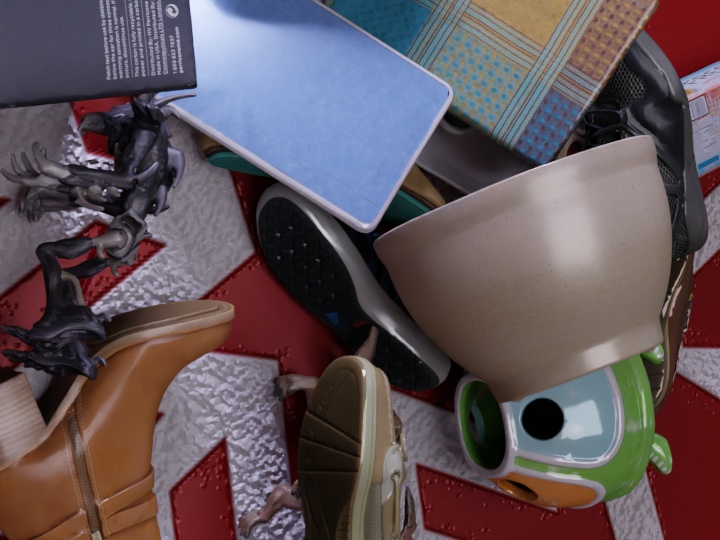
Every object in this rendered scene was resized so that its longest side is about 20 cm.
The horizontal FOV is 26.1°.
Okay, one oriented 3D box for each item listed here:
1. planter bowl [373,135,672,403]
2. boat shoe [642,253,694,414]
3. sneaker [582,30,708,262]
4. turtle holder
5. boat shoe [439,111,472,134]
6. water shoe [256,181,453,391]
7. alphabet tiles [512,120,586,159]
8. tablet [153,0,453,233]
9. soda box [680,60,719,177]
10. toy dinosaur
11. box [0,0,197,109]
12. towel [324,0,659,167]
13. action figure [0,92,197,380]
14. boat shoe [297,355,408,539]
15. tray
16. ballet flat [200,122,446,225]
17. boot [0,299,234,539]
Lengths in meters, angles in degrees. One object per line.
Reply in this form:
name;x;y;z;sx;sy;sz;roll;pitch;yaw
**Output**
planter bowl;0.124;0.009;1.041;0.200;0.200;0.135;-18;86;-28
boat shoe;0.232;0.022;1.250;0.068;0.072;0.200;32;67;-62
sneaker;0.188;-0.083;1.147;0.114;0.076;0.200;-30;116;-31
turtle holder;0.143;0.087;1.152;0.132;0.141;0.186;-7;109;-30
boat shoe;0.114;-0.188;1.143;0.076;0.060;0.200;37;67;-31
water shoe;0.000;0.000;1.118;0.200;0.071;0.079;52;46;-26
alphabet tiles;0.163;-0.172;1.157;0.166;0.006;0.200;17;87;-55
tablet;-0.048;-0.126;1.044;0.200;0.014;0.130;32;67;-3
soda box;0.302;-0.133;1.259;0.200;0.068;0.064;-25;107;-32
toy dinosaur;0.001;0.143;1.113;0.135;0.086;0.200;15;83;-30
box;-0.219;-0.145;0.890;0.182;0.200;0.104;-9;99;-29
towel;0.087;-0.180;1.084;0.200;0.022;0.147;34;92;11
action figure;-0.170;-0.041;0.958;0.102;0.119;0.200;17;70;3
boat shoe;0.003;0.154;1.026;0.063;0.073;0.201;-3;96;-35
tray;0.122;-0.086;1.187;0.200;0.022;0.108;28;67;-29
ballet flat;-0.017;-0.083;1.092;0.200;0.069;0.063;17;72;-31
boot;-0.156;0.115;1.026;0.200;0.074;0.155;-23;105;-14
